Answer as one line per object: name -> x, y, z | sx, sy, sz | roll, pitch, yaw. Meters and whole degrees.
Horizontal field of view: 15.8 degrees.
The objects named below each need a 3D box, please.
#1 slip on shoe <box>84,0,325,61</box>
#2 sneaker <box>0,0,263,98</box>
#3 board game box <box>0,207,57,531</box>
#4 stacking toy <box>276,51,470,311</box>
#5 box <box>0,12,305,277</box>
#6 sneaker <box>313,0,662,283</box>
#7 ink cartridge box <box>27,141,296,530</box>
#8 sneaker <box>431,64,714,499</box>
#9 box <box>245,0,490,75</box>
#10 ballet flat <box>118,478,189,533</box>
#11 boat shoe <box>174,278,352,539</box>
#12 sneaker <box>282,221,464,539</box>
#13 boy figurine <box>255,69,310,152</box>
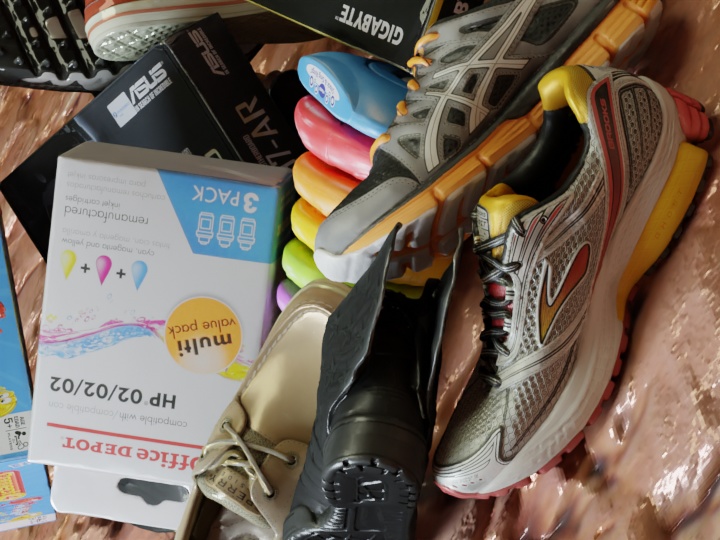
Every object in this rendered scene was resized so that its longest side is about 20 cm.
slip on shoe -> -0.058, -0.159, 1.425 | 0.074, 0.199, 0.061 | 133, 125, -64
sneaker -> -0.136, -0.122, 1.480 | 0.067, 0.199, 0.091 | 64, 147, 22
board game box -> -0.218, 0.035, 1.462 | 0.200, 0.056, 0.197 | 106, 153, -75
stacking toy -> 0.000, 0.000, 1.285 | 0.116, 0.109, 0.201 | 48, 122, 60
box -> -0.100, -0.027, 1.429 | 0.043, 0.161, 0.200 | -32, 0, -41
sneaker -> 0.046, -0.072, 1.179 | 0.200, 0.077, 0.078 | -43, -10, -16
ink cartridge box -> -0.103, 0.043, 1.325 | 0.068, 0.115, 0.201 | -58, -25, -78
sneaker -> 0.074, 0.003, 1.128 | 0.078, 0.082, 0.201 | 19, 86, 65
box -> 0.018, -0.188, 1.289 | 0.200, 0.049, 0.160 | 31, 103, 56
ballet flat -> -0.129, 0.102, 1.489 | 0.200, 0.057, 0.067 | 21, 117, 60
boat shoe -> -0.046, 0.099, 1.251 | 0.065, 0.072, 0.201 | -19, -44, -60
sneaker -> 0.007, 0.064, 1.171 | 0.200, 0.060, 0.105 | 109, 170, -65
boy figurine -> -0.085, -0.060, 1.528 | 0.200, 0.064, 0.125 | -16, 42, 61
